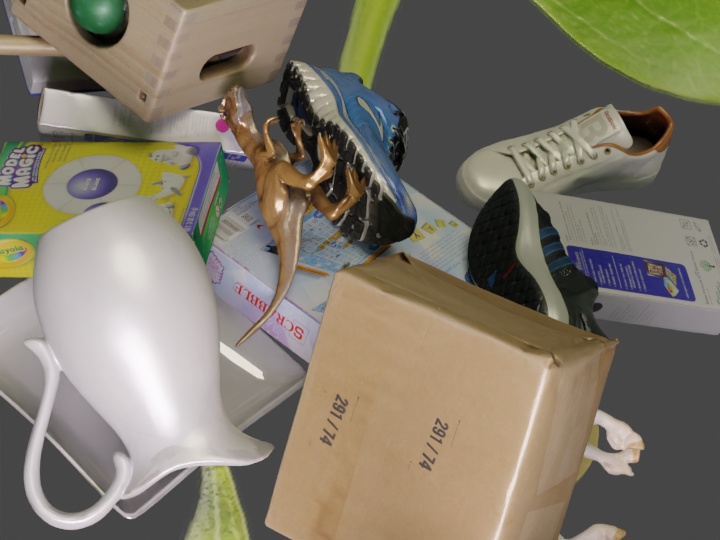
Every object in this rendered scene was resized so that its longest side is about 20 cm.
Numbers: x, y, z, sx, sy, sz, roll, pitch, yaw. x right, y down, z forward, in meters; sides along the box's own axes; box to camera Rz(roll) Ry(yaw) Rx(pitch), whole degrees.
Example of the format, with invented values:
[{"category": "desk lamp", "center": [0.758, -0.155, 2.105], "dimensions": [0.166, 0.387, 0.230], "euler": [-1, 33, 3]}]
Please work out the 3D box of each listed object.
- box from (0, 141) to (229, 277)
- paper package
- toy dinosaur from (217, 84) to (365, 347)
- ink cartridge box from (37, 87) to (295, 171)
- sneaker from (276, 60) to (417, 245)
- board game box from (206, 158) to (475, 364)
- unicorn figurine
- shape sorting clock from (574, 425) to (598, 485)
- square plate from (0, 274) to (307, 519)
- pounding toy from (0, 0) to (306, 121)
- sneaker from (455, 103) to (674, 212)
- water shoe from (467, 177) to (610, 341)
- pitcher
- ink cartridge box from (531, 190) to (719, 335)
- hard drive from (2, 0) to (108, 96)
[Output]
[{"category": "box", "center": [-0.206, -0.047, 1.649], "dimensions": [0.199, 0.049, 0.118], "euler": [-1, 39, 11]}, {"category": "paper package", "center": [0.052, 0.111, 1.513], "dimensions": [0.190, 0.201, 0.103], "euler": [23, 18, 29]}, {"category": "toy dinosaur", "center": [-0.053, -0.046, 1.637], "dimensions": [0.060, 0.106, 0.201], "euler": [28, 44, -56]}, {"category": "ink cartridge box", "center": [-0.151, -0.107, 1.721], "dimensions": [0.199, 0.095, 0.037], "euler": [10, 85, -7]}, {"category": "sneaker", "center": [0.007, -0.097, 1.723], "dimensions": [0.089, 0.079, 0.200], "euler": [-4, 43, -24]}, {"category": "board game box", "center": [0.000, 0.000, 1.700], "dimensions": [0.199, 0.041, 0.200], "euler": [36, 41, 19]}, {"category": "unicorn figurine", "center": [0.129, 0.138, 1.577], "dimensions": [0.136, 0.074, 0.201], "euler": [10, 73, 4]}, {"category": "shape sorting clock", "center": [0.084, 0.103, 1.677], "dimensions": [0.199, 0.039, 0.201], "euler": [12, 38, -9]}, {"category": "square plate", "center": [-0.171, 0.069, 1.625], "dimensions": [0.200, 0.029, 0.198], "euler": [41, 52, 15]}, {"category": "pounding toy", "center": [-0.181, -0.199, 1.693], "dimensions": [0.184, 0.143, 0.200], "euler": [39, 36, 22]}, {"category": "sneaker", "center": [0.172, -0.103, 1.846], "dimensions": [0.199, 0.085, 0.073], "euler": [-14, 60, -26]}, {"category": "water shoe", "center": [0.135, 0.011, 1.669], "dimensions": [0.079, 0.072, 0.201], "euler": [27, 30, -25]}, {"category": "pitcher", "center": [-0.172, 0.064, 1.525], "dimensions": [0.171, 0.121, 0.201], "euler": [-21, 86, -14]}, {"category": "ink cartridge box", "center": [0.205, -0.007, 1.788], "dimensions": [0.199, 0.039, 0.100], "euler": [10, 50, -27]}, {"category": "hard drive", "center": [-0.183, -0.203, 1.793], "dimensions": [0.199, 0.025, 0.132], "euler": [-6, 56, -22]}]
